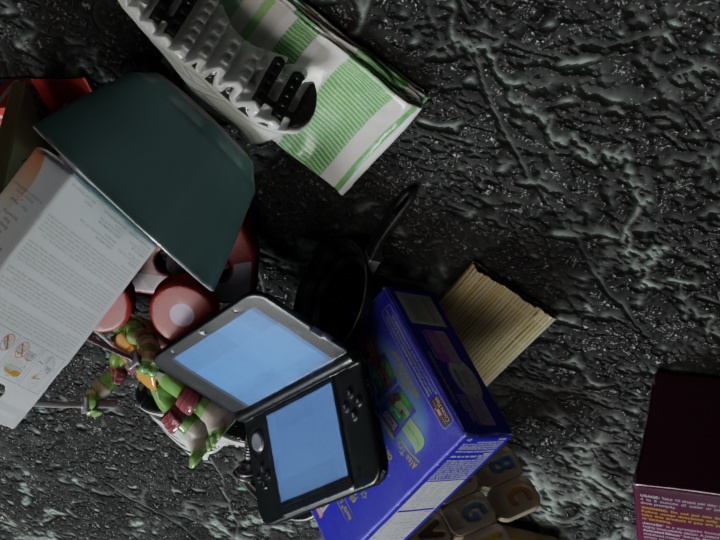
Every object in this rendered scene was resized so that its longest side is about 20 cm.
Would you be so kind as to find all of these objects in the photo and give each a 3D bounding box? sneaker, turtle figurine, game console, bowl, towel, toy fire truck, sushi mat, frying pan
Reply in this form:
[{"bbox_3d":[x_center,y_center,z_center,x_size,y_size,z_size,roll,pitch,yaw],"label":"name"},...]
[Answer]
[{"bbox_3d":[-0.153,0.175,1.417,0.198,0.076,0.116,12,150,23],"label":"sneaker"},{"bbox_3d":[-0.234,0.130,1.271,0.194,0.200,0.144,42,110,-1],"label":"turtle figurine"},{"bbox_3d":[-0.087,0.131,1.118,0.117,0.173,0.199,3,158,-37],"label":"game console"},{"bbox_3d":[-0.164,-0.088,1.030,0.200,0.105,0.201,42,174,5],"label":"bowl"},{"bbox_3d":[-0.059,-0.158,1.027,0.199,0.024,0.153,35,140,-10],"label":"towel"},{"bbox_3d":[-0.194,-0.035,1.168,0.197,0.113,0.170,7,119,3],"label":"toy fire truck"},{"bbox_3d":[-0.129,-0.174,0.984,0.200,0.076,0.081,44,148,-17],"label":"sneaker"},{"bbox_3d":[0.103,0.069,1.193,0.095,0.012,0.200,30,140,-6],"label":"sushi mat"},{"bbox_3d":[-0.008,-0.006,1.142,0.031,0.192,0.115,20,-167,-34],"label":"frying pan"}]

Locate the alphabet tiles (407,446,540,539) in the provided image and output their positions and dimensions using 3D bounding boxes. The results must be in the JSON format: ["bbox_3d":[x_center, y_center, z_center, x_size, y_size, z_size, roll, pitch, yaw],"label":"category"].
[{"bbox_3d":[0.070,0.223,1.221,0.193,0.201,0.015,-21,136,-9],"label":"alphabet tiles"}]

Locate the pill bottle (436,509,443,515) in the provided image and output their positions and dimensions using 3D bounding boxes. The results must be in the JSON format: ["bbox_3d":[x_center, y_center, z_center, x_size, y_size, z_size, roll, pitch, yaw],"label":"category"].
[{"bbox_3d":[0.049,0.259,1.280,0.110,0.201,0.112,15,139,13],"label":"pill bottle"}]

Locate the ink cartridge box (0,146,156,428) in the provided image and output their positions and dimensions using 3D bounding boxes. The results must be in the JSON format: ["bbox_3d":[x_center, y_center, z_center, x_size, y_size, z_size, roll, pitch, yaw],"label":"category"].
[{"bbox_3d":[-0.270,0.019,0.999,0.050,0.201,0.162,37,174,25],"label":"ink cartridge box"}]

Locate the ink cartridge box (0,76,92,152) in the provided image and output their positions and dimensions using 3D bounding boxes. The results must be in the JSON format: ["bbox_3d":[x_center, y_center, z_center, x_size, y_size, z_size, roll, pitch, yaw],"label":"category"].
[{"bbox_3d":[-0.331,-0.127,1.187,0.197,0.051,0.110,2,134,28],"label":"ink cartridge box"}]

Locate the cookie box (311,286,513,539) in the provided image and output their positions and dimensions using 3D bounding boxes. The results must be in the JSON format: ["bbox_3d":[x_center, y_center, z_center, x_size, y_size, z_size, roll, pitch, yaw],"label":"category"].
[{"bbox_3d":[0.022,0.146,1.149,0.075,0.172,0.200,9,132,-44],"label":"cookie box"}]

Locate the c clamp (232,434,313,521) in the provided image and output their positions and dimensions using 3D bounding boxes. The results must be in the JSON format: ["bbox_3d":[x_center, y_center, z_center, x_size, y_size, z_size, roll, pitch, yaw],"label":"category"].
[{"bbox_3d":[-0.090,0.159,1.303,0.169,0.027,0.203,10,99,25],"label":"c clamp"}]

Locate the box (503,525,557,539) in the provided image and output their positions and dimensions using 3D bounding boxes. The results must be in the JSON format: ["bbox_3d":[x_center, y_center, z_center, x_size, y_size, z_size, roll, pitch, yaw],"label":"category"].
[{"bbox_3d":[0.133,0.342,1.454,0.197,0.021,0.165,11,139,17],"label":"box"}]

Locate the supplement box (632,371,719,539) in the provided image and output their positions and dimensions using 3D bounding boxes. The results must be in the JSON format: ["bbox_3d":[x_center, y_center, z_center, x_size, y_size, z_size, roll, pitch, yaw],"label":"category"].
[{"bbox_3d":[0.315,0.211,1.141,0.102,0.132,0.201,5,137,22],"label":"supplement box"}]

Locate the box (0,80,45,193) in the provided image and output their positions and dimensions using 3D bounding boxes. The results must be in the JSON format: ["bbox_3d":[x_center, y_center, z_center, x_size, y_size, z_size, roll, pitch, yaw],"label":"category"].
[{"bbox_3d":[-0.297,-0.044,1.082,0.021,0.201,0.165,-3,129,-3],"label":"box"}]
